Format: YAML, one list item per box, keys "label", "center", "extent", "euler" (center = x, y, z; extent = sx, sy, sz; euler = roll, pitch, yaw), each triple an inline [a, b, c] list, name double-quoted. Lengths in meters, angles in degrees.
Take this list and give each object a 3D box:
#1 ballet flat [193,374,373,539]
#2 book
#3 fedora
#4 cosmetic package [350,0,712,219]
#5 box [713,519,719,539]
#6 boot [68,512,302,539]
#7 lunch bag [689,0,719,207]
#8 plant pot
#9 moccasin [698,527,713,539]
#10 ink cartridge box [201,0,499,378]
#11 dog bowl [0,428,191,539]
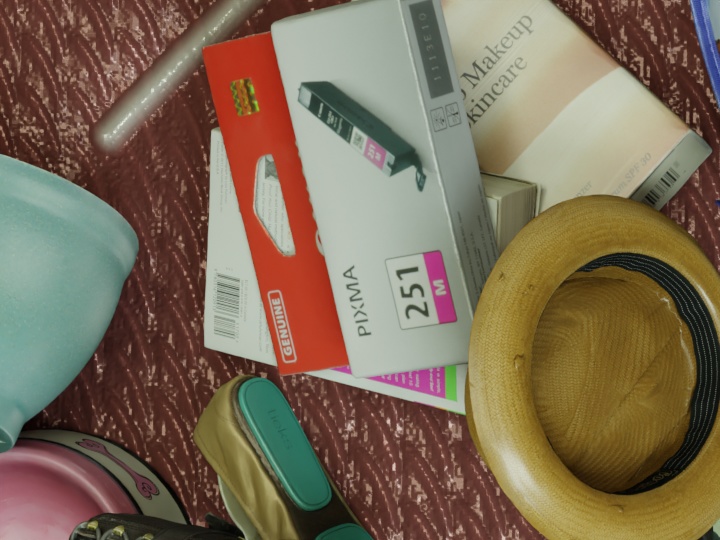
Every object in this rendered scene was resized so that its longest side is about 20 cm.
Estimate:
- label: "ballet flat"
  center: [-0.032, 0.155, 1.614]
  extent: [0.063, 0.068, 0.201]
  euler: [-41, 69, 34]
- label: "book"
  center: [0.000, 0.000, 1.585]
  extent: [0.199, 0.048, 0.135]
  euler: [14, 109, 31]
- label: "fedora"
  center: [0.116, 0.060, 1.457]
  extent: [0.082, 0.200, 0.202]
  euler: [-19, 74, 52]
- label: "cosmetic package"
  center: [0.091, -0.103, 1.599]
  extent: [0.200, 0.087, 0.103]
  euler: [43, 95, 16]
- label: "box"
  center: [0.232, 0.180, 1.547]
  extent: [0.143, 0.036, 0.201]
  euler: [-3, 79, 14]
- label: "boot"
  center: [-0.080, 0.165, 1.493]
  extent: [0.173, 0.200, 0.070]
  euler: [10, 88, 21]
- label: "lunch bag"
  center: [0.256, -0.064, 1.508]
  extent: [0.123, 0.170, 0.201]
  euler: [-18, 78, 17]
- label: "plant pot"
  center: [-0.238, 0.025, 1.592]
  extent: [0.199, 0.200, 0.135]
  euler: [7, 70, 15]
- label: "moccasin"
  center: [0.149, 0.124, 1.523]
  extent: [0.077, 0.074, 0.203]
  euler: [-2, 80, 19]
- label: "ink cartridge box"
  center: [-0.013, -0.041, 1.533]
  extent: [0.173, 0.043, 0.201]
  euler: [-10, 96, 37]
- label: "dog bowl"
  center: [-0.196, 0.188, 1.636]
  extent: [0.199, 0.074, 0.202]
  euler: [-2, 80, 14]
